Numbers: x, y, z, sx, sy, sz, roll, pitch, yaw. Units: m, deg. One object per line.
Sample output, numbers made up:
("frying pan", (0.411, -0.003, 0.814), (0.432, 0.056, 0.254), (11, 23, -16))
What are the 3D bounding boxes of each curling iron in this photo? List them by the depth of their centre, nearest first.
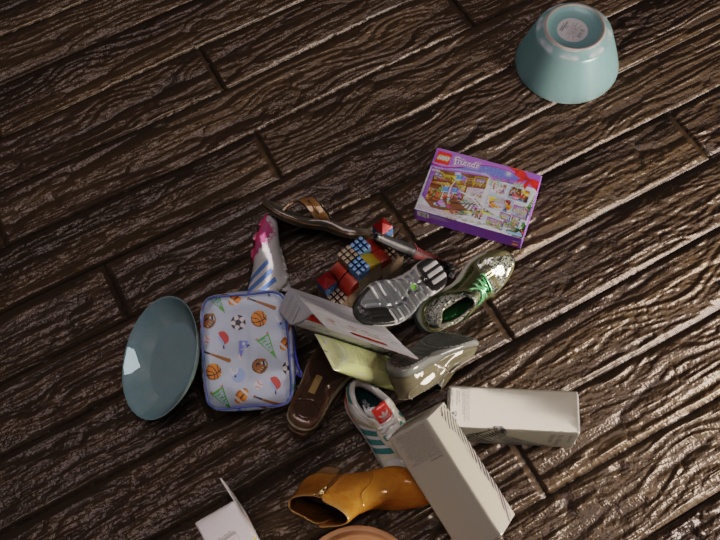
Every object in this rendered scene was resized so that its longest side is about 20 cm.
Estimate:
("curling iron", (0.095, -0.029, 1.449), (0.049, 0.199, 0.026), (29, 93, 51))

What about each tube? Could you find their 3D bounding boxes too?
("tube", (0.011, 0.148, 1.358), (0.058, 0.199, 0.052), (0, 73, 44))

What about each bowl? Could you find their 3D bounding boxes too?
("bowl", (0.401, -0.429, 1.665), (0.199, 0.105, 0.202), (-1, 63, 2))

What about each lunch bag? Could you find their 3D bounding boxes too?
("lunch bag", (-0.176, 0.133, 1.412), (0.159, 0.076, 0.202), (-4, 85, -5))

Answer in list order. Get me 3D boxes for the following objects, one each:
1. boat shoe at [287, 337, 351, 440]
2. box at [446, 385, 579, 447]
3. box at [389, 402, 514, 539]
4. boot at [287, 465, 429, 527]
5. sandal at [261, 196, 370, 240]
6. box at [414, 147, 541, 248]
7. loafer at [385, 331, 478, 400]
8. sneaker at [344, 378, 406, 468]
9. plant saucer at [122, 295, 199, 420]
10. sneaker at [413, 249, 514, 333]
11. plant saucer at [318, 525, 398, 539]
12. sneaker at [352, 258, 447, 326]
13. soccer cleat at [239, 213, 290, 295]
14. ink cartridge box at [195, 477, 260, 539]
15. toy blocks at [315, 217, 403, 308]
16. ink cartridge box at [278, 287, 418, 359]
("boat shoe", (-0.064, 0.188, 1.405), (0.074, 0.075, 0.202), (26, 45, 13))
("box", (0.233, 0.227, 1.355), (0.198, 0.082, 0.069), (2, 63, 6))
("box", (0.135, 0.303, 1.287), (0.082, 0.068, 0.201), (-33, 88, 31))
("boot", (0.004, 0.339, 1.282), (0.200, 0.144, 0.071), (4, 99, 13))
("sandal", (-0.074, -0.098, 1.535), (0.199, 0.082, 0.055), (15, 95, 8))
("box", (0.210, -0.131, 1.564), (0.199, 0.039, 0.137), (17, 67, 11))
("loafer", (0.113, 0.151, 1.390), (0.199, 0.070, 0.075), (-17, 22, -41))
("sneaker", (0.041, 0.249, 1.356), (0.070, 0.094, 0.200), (-35, 67, -13))
("plant saucer", (-0.314, 0.144, 1.421), (0.200, 0.039, 0.202), (-16, 66, 40))
("sneaker", (0.185, 0.041, 1.443), (0.200, 0.089, 0.077), (-38, 108, -9))
("plant saucer", (0.001, 0.468, 1.256), (0.199, 0.032, 0.202), (6, 62, -12))
("sneaker", (0.046, 0.056, 1.406), (0.199, 0.115, 0.075), (-24, 79, -40))
("soccer cleat", (-0.154, 0.001, 1.510), (0.086, 0.070, 0.201), (11, 70, -1))
("ink cartridge box", (-0.176, 0.414, 1.275), (0.067, 0.117, 0.200), (-28, 65, -11))
("toy blocks", (0.000, 0.000, 1.457), (0.200, 0.137, 0.100), (-40, 68, -15))
("ink cartridge box", (-0.023, 0.095, 1.329), (0.162, 0.200, 0.057), (20, 102, -24))
